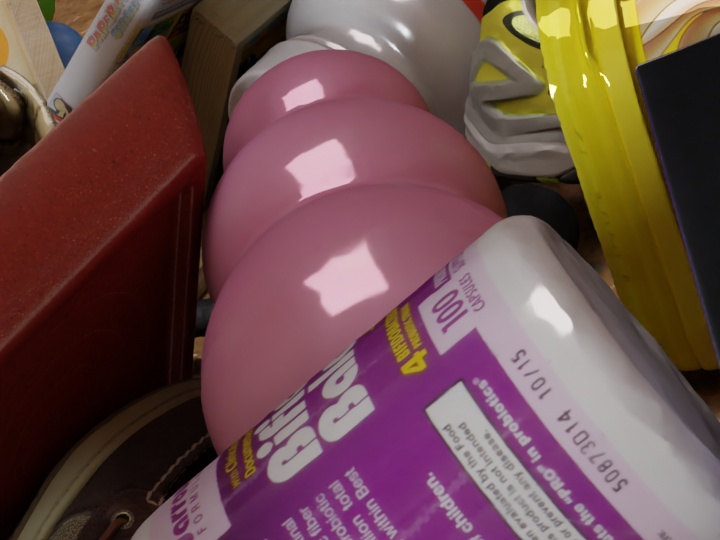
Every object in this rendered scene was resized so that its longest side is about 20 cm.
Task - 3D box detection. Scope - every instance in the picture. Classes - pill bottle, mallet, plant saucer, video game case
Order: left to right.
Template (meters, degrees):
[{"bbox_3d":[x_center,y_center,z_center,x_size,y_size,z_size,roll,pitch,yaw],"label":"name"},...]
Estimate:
[{"bbox_3d":[-0.113,0.051,0.766,0.037,0.201,0.200,28,51,17],"label":"plant saucer"},{"bbox_3d":[-0.061,-0.124,1.001,0.182,0.023,0.200,-54,-9,33],"label":"video game case"},{"bbox_3d":[-0.007,0.004,0.882,0.199,0.041,0.066,-5,33,33],"label":"mallet"},{"bbox_3d":[0.004,0.087,0.628,0.200,0.112,0.112,-40,26,9],"label":"pill bottle"},{"bbox_3d":[0.039,-0.104,0.957,0.112,0.113,0.200,8,43,46],"label":"pill bottle"}]

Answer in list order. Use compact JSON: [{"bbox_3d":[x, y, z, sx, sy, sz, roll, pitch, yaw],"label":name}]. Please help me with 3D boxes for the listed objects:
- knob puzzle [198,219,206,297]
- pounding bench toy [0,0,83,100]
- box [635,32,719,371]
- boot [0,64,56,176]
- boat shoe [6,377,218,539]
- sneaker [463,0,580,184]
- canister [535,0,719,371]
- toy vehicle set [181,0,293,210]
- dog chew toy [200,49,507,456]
[{"bbox_3d":[-0.170,0.034,0.977,0.218,0.031,0.220,-19,29,11],"label":"knob puzzle"},{"bbox_3d":[-0.213,-0.083,1.094,0.155,0.125,0.200,-20,-11,-12],"label":"pounding bench toy"},{"bbox_3d":[0.141,0.031,0.611,0.078,0.142,0.200,-22,28,11],"label":"box"},{"bbox_3d":[-0.170,-0.021,0.878,0.072,0.155,0.200,-16,45,-30],"label":"boot"},{"bbox_3d":[-0.086,0.113,0.751,0.072,0.072,0.200,27,41,19],"label":"boat shoe"},{"bbox_3d":[0.130,-0.073,0.838,0.199,0.077,0.075,1,15,21],"label":"sneaker"},{"bbox_3d":[0.173,-0.056,0.730,0.199,0.149,0.087,-14,27,17],"label":"canister"},{"bbox_3d":[-0.010,-0.126,1.036,0.026,0.125,0.200,38,58,13],"label":"toy vehicle set"},{"bbox_3d":[0.000,0.000,0.767,0.124,0.125,0.201,-22,44,5],"label":"dog chew toy"}]
